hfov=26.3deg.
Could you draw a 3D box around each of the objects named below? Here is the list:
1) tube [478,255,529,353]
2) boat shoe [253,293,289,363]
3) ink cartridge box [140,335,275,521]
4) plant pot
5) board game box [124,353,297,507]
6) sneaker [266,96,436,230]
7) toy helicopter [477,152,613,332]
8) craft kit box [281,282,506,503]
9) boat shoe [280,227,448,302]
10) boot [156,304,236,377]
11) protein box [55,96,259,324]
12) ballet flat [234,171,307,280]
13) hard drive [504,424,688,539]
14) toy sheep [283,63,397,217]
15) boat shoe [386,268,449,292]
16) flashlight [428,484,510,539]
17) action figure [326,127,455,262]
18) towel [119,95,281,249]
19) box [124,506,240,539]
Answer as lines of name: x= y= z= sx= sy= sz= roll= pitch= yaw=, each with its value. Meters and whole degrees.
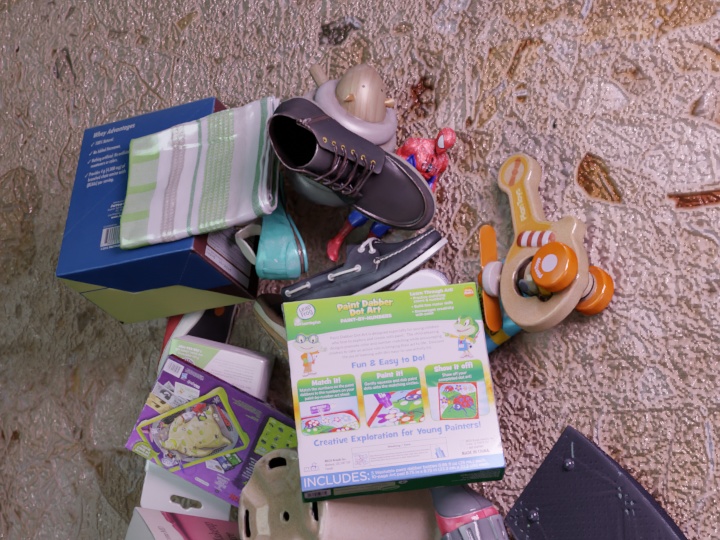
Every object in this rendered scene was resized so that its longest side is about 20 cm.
tube: x=0.105 y=0.071 z=1.588 sx=0.200 sy=0.050 sz=0.078 roll=-43 pitch=63 yaw=26
boat shoe: x=-0.058 y=0.098 z=1.730 sx=0.200 sy=0.071 sz=0.077 roll=38 pitch=122 yaw=41
ink cartridge box: x=-0.179 y=0.187 z=1.797 sx=0.116 sy=0.067 sz=0.202 roll=13 pitch=93 yaw=8
plant pot: x=-0.017 y=0.252 z=1.579 sx=0.199 sy=0.182 sz=0.203 roll=-8 pitch=78 yaw=43
board game box: x=-0.154 y=0.192 z=1.745 sx=0.199 sy=0.032 sz=0.121 roll=27 pitch=91 yaw=5
sneaker: x=-0.014 y=-0.097 z=1.576 sx=0.199 sy=0.106 sz=0.075 roll=34 pitch=106 yaw=-1
toy helicopter: x=0.163 y=-0.027 z=1.526 sx=0.132 sy=0.079 sz=0.202 roll=-32 pitch=49 yaw=31
craft kit box: x=0.029 y=0.117 z=1.503 sx=0.049 sy=0.198 sz=0.199 roll=89 pitch=175 yaw=-66
boat shoe: x=0.000 y=0.000 z=1.648 sx=0.199 sy=0.076 sz=0.061 roll=-31 pitch=88 yaw=18
boot: x=-0.222 y=0.040 z=1.900 sx=0.144 sy=0.072 sz=0.202 roll=25 pitch=94 yaw=44
protein box: x=-0.226 y=-0.068 z=1.804 sx=0.197 sy=0.135 sz=0.202 roll=-10 pitch=58 yaw=28
ballet flat: x=-0.108 y=-0.055 z=1.718 sx=0.201 sy=0.070 sz=0.068 roll=-110 pitch=16 yaw=-56
hard drive: x=0.230 y=0.255 z=1.431 sx=0.200 sy=0.042 sz=0.136 roll=48 pitch=117 yaw=39
toy sheep: x=-0.028 y=-0.140 z=1.694 sx=0.138 sy=0.137 sz=0.201 roll=56 pitch=136 yaw=34
boat shoe: x=0.014 y=0.069 z=1.631 sx=0.200 sy=0.068 sz=0.072 roll=-43 pitch=91 yaw=10
flashlight: x=0.085 y=0.189 z=1.529 sx=0.067 sy=0.068 sz=0.202 roll=-23 pitch=73 yaw=9
action figure: x=0.040 y=-0.079 z=1.659 sx=0.200 sy=0.065 sz=0.052 roll=-52 pitch=30 yaw=28
towel: x=-0.177 y=-0.107 z=1.689 sx=0.198 sy=0.031 sz=0.151 roll=-13 pitch=57 yaw=25
box: x=-0.154 y=0.341 z=1.671 sx=0.128 sy=0.198 sz=0.110 roll=33 pitch=108 yaw=63
